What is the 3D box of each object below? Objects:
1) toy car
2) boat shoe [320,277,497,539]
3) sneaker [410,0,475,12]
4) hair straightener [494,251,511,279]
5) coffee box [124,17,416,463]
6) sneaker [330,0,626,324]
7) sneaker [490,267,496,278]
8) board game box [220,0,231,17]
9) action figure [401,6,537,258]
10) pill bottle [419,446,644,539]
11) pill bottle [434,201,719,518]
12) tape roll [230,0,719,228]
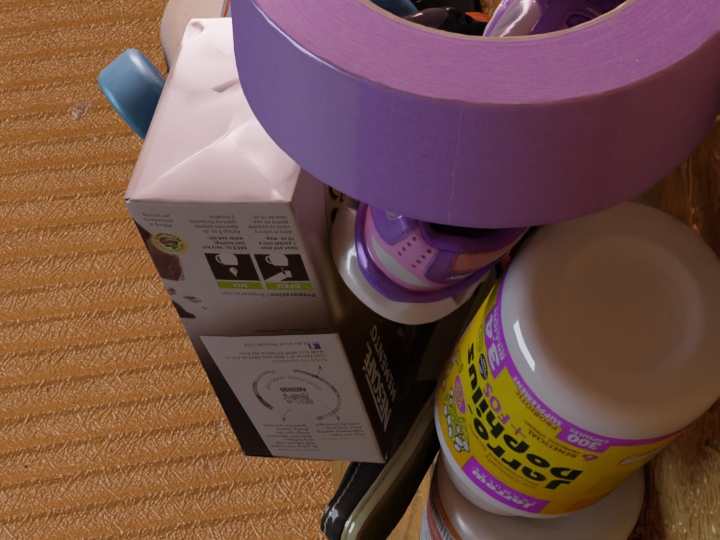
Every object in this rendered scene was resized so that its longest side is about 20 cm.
[{"bbox_3d":[-0.034,-0.103,1.085,0.177,0.184,0.200,51,-177,39],"label":"toy car"},{"bbox_3d":[0.020,0.070,0.891,0.201,0.066,0.072,-56,-12,-39],"label":"boat shoe"},{"bbox_3d":[0.053,-0.120,1.148,0.114,0.076,0.201,92,172,-64],"label":"sneaker"},{"bbox_3d":[0.092,-0.027,1.028,0.077,0.041,0.201,158,99,-84],"label":"hair straightener"},{"bbox_3d":[-0.033,-0.009,0.770,0.201,0.079,0.114,72,-155,-49],"label":"coffee box"},{"bbox_3d":[0.070,-0.065,0.680,0.080,0.200,0.088,39,167,0],"label":"sneaker"},{"bbox_3d":[0.066,0.001,1.067,0.116,0.075,0.201,100,-176,-49],"label":"sneaker"},{"bbox_3d":[-0.036,-0.170,0.875,0.196,0.055,0.201,140,141,-74],"label":"board game box"},{"bbox_3d":[0.065,-0.074,0.914,0.104,0.200,0.194,-37,20,34],"label":"action figure"},{"bbox_3d":[0.092,0.147,0.936,0.200,0.111,0.113,95,166,-64],"label":"pill bottle"},{"bbox_3d":[0.094,0.053,0.753,0.200,0.103,0.105,113,150,-64],"label":"pill bottle"},{"bbox_3d":[0.048,-0.112,0.627,0.066,0.199,0.201,92,169,-51],"label":"tape roll"}]
